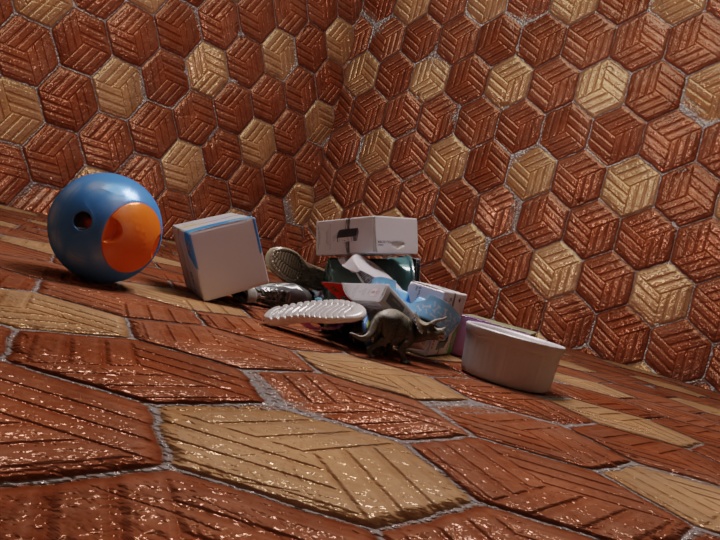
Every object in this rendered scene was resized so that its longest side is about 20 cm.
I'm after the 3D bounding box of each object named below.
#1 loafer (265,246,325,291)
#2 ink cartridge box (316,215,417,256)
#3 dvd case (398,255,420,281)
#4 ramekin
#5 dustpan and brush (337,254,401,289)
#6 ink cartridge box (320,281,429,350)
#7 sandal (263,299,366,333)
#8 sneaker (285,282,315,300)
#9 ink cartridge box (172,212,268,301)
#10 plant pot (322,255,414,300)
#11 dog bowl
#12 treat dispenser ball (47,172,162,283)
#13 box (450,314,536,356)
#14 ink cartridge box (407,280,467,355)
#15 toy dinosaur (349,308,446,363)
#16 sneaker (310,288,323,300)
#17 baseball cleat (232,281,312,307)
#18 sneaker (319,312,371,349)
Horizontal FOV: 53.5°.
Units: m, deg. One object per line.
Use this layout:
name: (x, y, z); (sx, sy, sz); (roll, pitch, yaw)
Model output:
loafer: (-0.163, 0.000, 1.712); (0.068, 0.076, 0.200); (6, -18, 41)
ink cartridge box: (0.014, -0.076, 1.637); (0.144, 0.084, 0.199); (0, 0, -43)
dvd case: (0.118, 0.067, 1.746); (0.016, 0.201, 0.149); (1, 4, -13)
ramekin: (0.296, 0.172, 1.418); (0.199, 0.098, 0.200); (15, 2, 0)
dustpan and brush: (0.000, 0.000, 1.561); (0.139, 0.057, 0.200); (28, 15, -34)
ink cartridge box: (0.022, 0.088, 1.422); (0.199, 0.057, 0.163); (-3, -39, 45)
sandal: (-0.081, 0.090, 1.326); (0.202, 0.050, 0.082); (-1, 23, 21)
sneaker: (-0.158, 0.066, 1.802); (0.087, 0.076, 0.200); (22, 9, -6)
ink cartridge box: (-0.308, -0.036, 1.549); (0.145, 0.148, 0.200); (-16, 14, -22)
plant pot: (0.011, 0.052, 1.693); (0.195, 0.201, 0.200); (7, 2, -8)
dog bowl: (0.100, 0.080, 1.434); (0.199, 0.050, 0.112); (21, -25, 20)
treat dispenser ball: (-0.466, -0.078, 1.308); (0.200, 0.202, 0.201); (14, 1, 0)
box: (0.324, 0.174, 1.732); (0.175, 0.097, 0.200); (15, 0, 17)
ink cartridge box: (0.157, 0.108, 1.582); (0.084, 0.146, 0.200); (17, 2, 22)
toy dinosaur: (0.056, 0.110, 1.296); (0.199, 0.103, 0.077); (15, 0, -30)
sneaker: (-0.099, 0.059, 1.921); (0.079, 0.096, 0.200); (15, 1, -7)
baseball cleat: (-0.215, 0.060, 1.641); (0.199, 0.070, 0.106); (10, 14, 8)
sneaker: (-0.033, 0.110, 1.377); (0.082, 0.071, 0.199); (-4, 8, -22)
